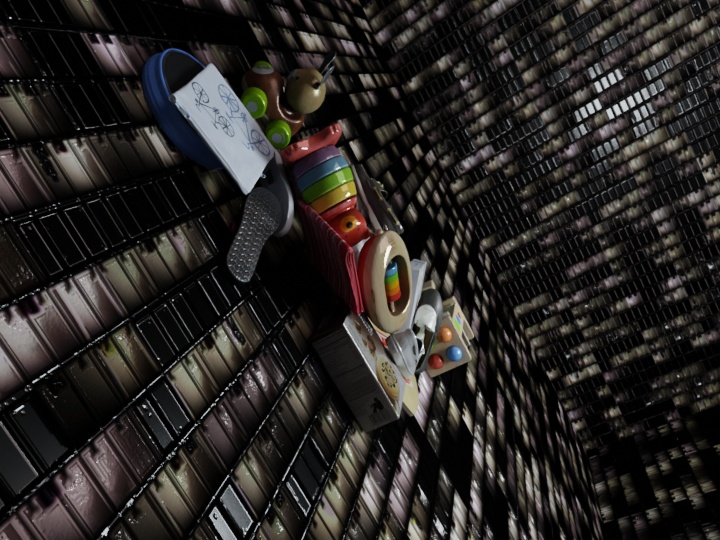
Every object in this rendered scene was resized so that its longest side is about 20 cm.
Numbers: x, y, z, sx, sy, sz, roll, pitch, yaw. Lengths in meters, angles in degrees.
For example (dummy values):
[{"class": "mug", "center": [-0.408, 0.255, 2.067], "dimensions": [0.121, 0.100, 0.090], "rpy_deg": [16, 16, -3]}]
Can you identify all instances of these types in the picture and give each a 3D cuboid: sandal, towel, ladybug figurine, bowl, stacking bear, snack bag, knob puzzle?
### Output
[{"class": "sandal", "center": [-0.183, -0.059, 0.894], "dimensions": [0.075, 0.044, 0.204], "rpy_deg": [44, 42, -28]}, {"class": "towel", "center": [-0.058, -0.026, 0.977], "dimensions": [0.200, 0.022, 0.148], "rpy_deg": [45, -28, 45]}, {"class": "ladybug figurine", "center": [0.041, 0.018, 1.041], "dimensions": [0.135, 0.070, 0.207], "rpy_deg": [-32, 122, -46]}, {"class": "bowl", "center": [-0.270, -0.268, 0.913], "dimensions": [0.202, 0.038, 0.204], "rpy_deg": [50, 26, -34]}, {"class": "stacking bear", "center": [-0.052, -0.138, 1.006], "dimensions": [0.206, 0.119, 0.114], "rpy_deg": [64, -13, -3]}, {"class": "snack bag", "center": [-0.218, -0.231, 0.911], "dimensions": [0.191, 0.021, 0.203], "rpy_deg": [54, 23, -25]}, {"class": "knob puzzle", "center": [0.066, 0.212, 1.163], "dimensions": [0.222, 0.030, 0.222], "rpy_deg": [54, 17, -23]}]

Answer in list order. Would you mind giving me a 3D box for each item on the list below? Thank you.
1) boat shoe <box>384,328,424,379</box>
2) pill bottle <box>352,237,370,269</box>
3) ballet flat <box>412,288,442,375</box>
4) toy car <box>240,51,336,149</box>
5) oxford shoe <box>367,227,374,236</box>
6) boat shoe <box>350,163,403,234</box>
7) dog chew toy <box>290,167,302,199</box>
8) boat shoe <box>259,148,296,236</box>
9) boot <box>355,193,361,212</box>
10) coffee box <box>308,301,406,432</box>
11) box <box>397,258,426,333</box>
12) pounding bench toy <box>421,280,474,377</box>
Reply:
[{"class": "boat shoe", "center": [0.098, 0.162, 1.119], "dimensions": [0.073, 0.067, 0.201], "rpy_deg": [63, 2, 30]}, {"class": "pill bottle", "center": [0.000, 0.000, 1.136], "dimensions": [0.200, 0.117, 0.122], "rpy_deg": [47, 26, -42]}, {"class": "ballet flat", "center": [0.147, 0.145, 1.280], "dimensions": [0.068, 0.066, 0.208], "rpy_deg": [3, 98, -72]}, {"class": "toy car", "center": [-0.134, -0.384, 1.146], "dimensions": [0.158, 0.196, 0.167], "rpy_deg": [48, 25, -33]}, {"class": "oxford shoe", "center": [-0.020, -0.090, 1.260], "dimensions": [0.073, 0.059, 0.201], "rpy_deg": [16, 20, -24]}, {"class": "boat shoe", "center": [0.033, -0.153, 1.205], "dimensions": [0.072, 0.059, 0.206], "rpy_deg": [70, -2, -66]}, {"class": "dog chew toy", "center": [-0.070, -0.141, 1.144], "dimensions": [0.126, 0.120, 0.206], "rpy_deg": [-78, 153, -59]}, {"class": "boat shoe", "center": [-0.149, -0.140, 1.029], "dimensions": [0.066, 0.069, 0.205], "rpy_deg": [34, 29, -49]}, {"class": "boot", "center": [-0.040, -0.187, 1.284], "dimensions": [0.202, 0.072, 0.143], "rpy_deg": [54, 13, 24]}, {"class": "coffee box", "center": [-0.001, 0.168, 1.004], "dimensions": [0.204, 0.078, 0.113], "rpy_deg": [60, 21, -12]}, {"class": "box", "center": [0.119, 0.062, 1.313], "dimensions": [0.200, 0.040, 0.162], "rpy_deg": [-25, 125, -77]}, {"class": "pounding bench toy", "center": [0.196, 0.143, 1.443], "dimensions": [0.204, 0.122, 0.156], "rpy_deg": [60, 22, -9]}]
